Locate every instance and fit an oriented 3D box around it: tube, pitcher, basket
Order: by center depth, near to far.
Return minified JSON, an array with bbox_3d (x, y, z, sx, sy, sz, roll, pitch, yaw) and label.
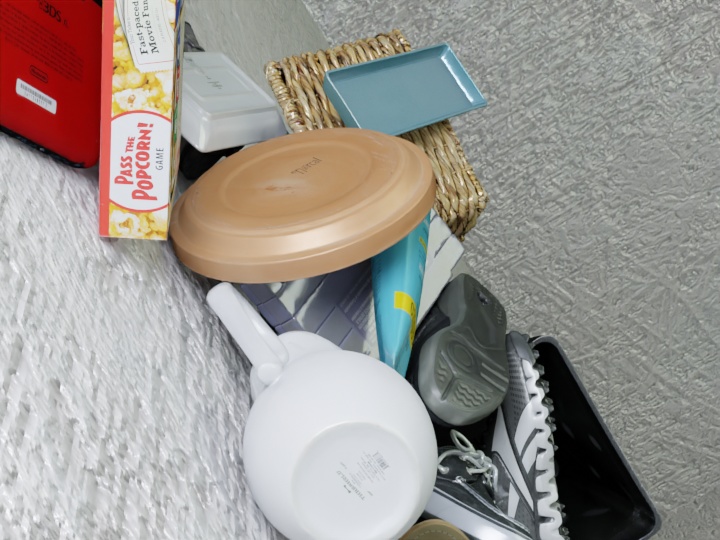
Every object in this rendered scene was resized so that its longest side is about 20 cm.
[{"bbox_3d":[-0.035,0.089,0.896,0.172,0.121,0.200,46,1,-15],"label":"pitcher"},{"bbox_3d":[0.027,0.006,1.031,0.078,0.050,0.201,78,12,-53],"label":"tube"},{"bbox_3d":[-0.005,-0.092,1.249,0.201,0.148,0.143,63,-26,15],"label":"basket"}]

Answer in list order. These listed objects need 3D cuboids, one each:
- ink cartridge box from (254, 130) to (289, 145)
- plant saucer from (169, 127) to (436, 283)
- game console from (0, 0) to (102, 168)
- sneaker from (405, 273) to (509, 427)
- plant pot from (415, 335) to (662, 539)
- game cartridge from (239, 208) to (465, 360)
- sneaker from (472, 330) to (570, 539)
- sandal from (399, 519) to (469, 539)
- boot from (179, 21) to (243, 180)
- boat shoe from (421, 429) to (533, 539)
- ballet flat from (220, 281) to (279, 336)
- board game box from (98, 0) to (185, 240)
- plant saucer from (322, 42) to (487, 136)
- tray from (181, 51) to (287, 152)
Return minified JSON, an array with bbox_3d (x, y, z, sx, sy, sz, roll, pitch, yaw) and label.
[{"bbox_3d":[-0.040,-0.004,1.256,0.200,0.083,0.147,53,11,-43],"label":"ink cartridge box"},{"bbox_3d":[-0.044,-0.056,1.011,0.201,0.199,0.033,-105,-177,-61],"label":"plant saucer"},{"bbox_3d":[-0.241,-0.163,0.830,0.200,0.118,0.174,30,61,-73],"label":"game console"},{"bbox_3d":[0.058,0.087,1.093,0.076,0.114,0.200,37,22,-10],"label":"sneaker"},{"bbox_3d":[0.121,0.182,1.259,0.201,0.199,0.177,58,-2,-5],"label":"plant pot"},{"bbox_3d":[0.000,0.000,1.084,0.130,0.038,0.200,54,44,-15],"label":"game cartridge"},{"bbox_3d":[0.118,0.152,1.134,0.066,0.090,0.202,-8,91,-84],"label":"sneaker"},{"bbox_3d":[0.064,0.246,1.064,0.070,0.077,0.213,-112,177,-55],"label":"sandal"},{"bbox_3d":[-0.155,-0.154,1.202,0.132,0.070,0.200,48,11,-3],"label":"boot"},{"bbox_3d":[0.070,0.165,1.081,0.199,0.068,0.074,23,-16,50],"label":"boat shoe"},{"bbox_3d":[-0.055,0.057,1.079,0.201,0.071,0.072,57,8,-4],"label":"ballet flat"},{"bbox_3d":[-0.139,-0.140,0.898,0.152,0.046,0.202,-101,-165,-68],"label":"board game box"},{"bbox_3d":[0.039,-0.149,1.174,0.070,0.019,0.200,57,35,6],"label":"plant saucer"},{"bbox_3d":[-0.122,-0.144,1.111,0.107,0.022,0.200,42,17,6],"label":"tray"}]
